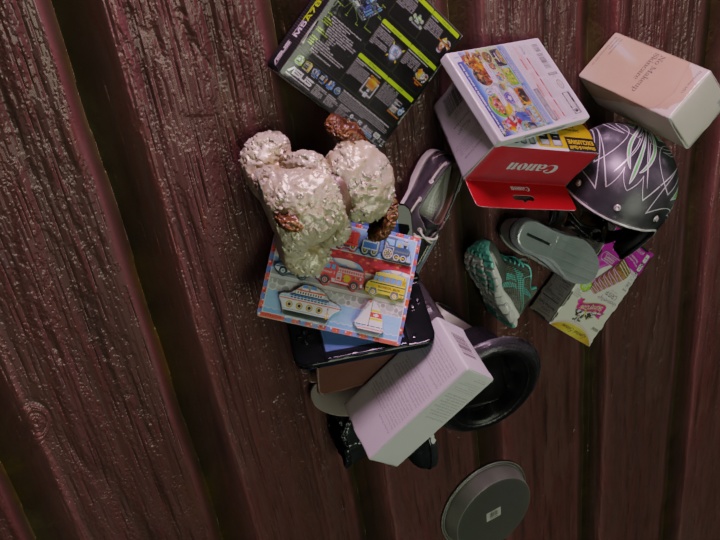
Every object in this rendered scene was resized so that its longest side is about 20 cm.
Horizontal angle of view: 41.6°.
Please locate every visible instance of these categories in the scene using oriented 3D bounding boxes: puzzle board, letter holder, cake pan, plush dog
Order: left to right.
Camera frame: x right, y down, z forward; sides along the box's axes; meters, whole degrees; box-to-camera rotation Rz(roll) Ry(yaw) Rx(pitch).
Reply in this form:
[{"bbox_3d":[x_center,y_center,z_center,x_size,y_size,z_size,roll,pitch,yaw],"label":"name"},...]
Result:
[{"bbox_3d":[-0.038,-0.100,1.188,0.171,0.160,0.201,-26,103,-12],"label":"plush dog"},{"bbox_3d":[-0.028,0.008,1.280,0.198,0.017,0.152,12,81,-3],"label":"puzzle board"},{"bbox_3d":[0.013,0.115,1.398,0.198,0.101,0.143,-17,137,-15],"label":"letter holder"},{"bbox_3d":[0.248,0.460,1.825,0.199,0.037,0.202,-16,124,-24],"label":"cake pan"}]

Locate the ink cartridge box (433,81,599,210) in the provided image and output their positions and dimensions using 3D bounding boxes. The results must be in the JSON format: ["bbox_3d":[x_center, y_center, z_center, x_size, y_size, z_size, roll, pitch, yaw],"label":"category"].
[{"bbox_3d":[0.227,-0.180,1.329,0.199,0.177,0.084,-1,150,-33],"label":"ink cartridge box"}]

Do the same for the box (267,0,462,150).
[{"bbox_3d":[0.009,-0.285,1.221,0.199,0.047,0.194,31,95,-40],"label":"box"}]

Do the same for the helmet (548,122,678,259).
[{"bbox_3d":[0.389,-0.129,1.443,0.199,0.201,0.191,-21,157,-21],"label":"helmet"}]

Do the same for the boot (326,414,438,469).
[{"bbox_3d":[0.038,0.273,1.554,0.162,0.073,0.200,-25,121,-21],"label":"boot"}]

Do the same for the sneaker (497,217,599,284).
[{"bbox_3d":[0.307,-0.040,1.535,0.199,0.071,0.073,29,92,-31],"label":"sneaker"}]

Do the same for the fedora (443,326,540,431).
[{"bbox_3d":[0.184,0.156,1.475,0.199,0.092,0.202,-14,135,-14],"label":"fedora"}]

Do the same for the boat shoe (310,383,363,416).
[{"bbox_3d":[0.024,0.173,1.487,0.198,0.093,0.075,-9,101,7],"label":"boat shoe"}]

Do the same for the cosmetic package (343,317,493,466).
[{"bbox_3d":[0.080,0.174,1.344,0.200,0.102,0.071,-44,139,18],"label":"cosmetic package"}]

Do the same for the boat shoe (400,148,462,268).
[{"bbox_3d":[0.093,-0.075,1.366,0.074,0.060,0.201,23,91,-40],"label":"boat shoe"}]

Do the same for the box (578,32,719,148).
[{"bbox_3d":[0.429,-0.268,1.398,0.095,0.200,0.078,-49,130,2],"label":"box"}]

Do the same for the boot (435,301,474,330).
[{"bbox_3d":[0.138,0.145,1.546,0.144,0.072,0.200,-47,135,2],"label":"boot"}]

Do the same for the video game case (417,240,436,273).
[{"bbox_3d":[0.000,0.000,1.399,0.199,0.023,0.183,18,106,-39],"label":"video game case"}]

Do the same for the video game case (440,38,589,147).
[{"bbox_3d":[0.215,-0.247,1.296,0.199,0.144,0.018,-19,164,-39],"label":"video game case"}]

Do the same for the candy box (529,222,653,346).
[{"bbox_3d":[0.402,0.019,1.646,0.136,0.061,0.201,26,101,-40],"label":"candy box"}]

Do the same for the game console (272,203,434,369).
[{"bbox_3d":[-0.009,0.021,1.297,0.198,0.172,0.119,-11,142,-7],"label":"game console"}]

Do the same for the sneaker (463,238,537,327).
[{"bbox_3d":[0.231,0.002,1.527,0.091,0.077,0.200,-45,140,-13],"label":"sneaker"}]
